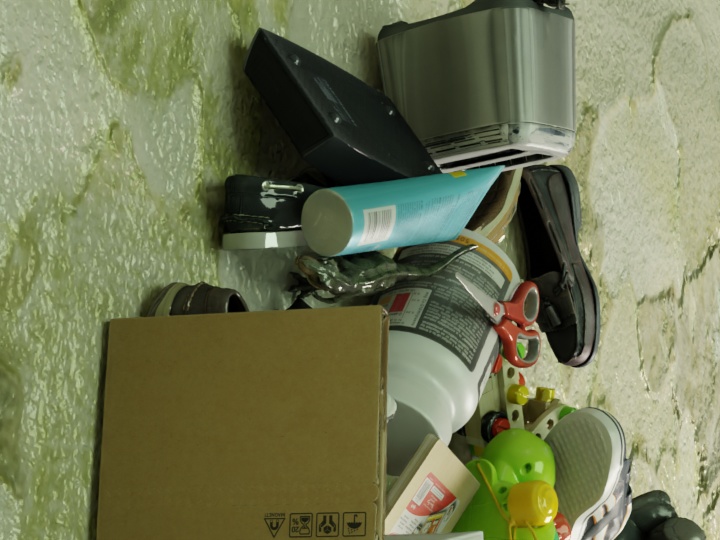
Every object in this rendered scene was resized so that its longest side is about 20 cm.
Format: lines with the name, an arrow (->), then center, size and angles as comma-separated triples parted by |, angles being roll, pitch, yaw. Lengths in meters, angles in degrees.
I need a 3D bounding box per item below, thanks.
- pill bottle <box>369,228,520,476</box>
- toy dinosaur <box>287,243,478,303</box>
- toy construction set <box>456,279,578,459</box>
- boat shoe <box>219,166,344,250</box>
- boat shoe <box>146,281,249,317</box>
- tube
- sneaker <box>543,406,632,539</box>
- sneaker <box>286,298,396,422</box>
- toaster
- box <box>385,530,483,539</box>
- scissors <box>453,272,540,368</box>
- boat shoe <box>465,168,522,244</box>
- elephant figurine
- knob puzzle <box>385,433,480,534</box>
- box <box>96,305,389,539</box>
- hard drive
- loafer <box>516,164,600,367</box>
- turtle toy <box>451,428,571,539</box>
pill bottle -> 0.052, 0.066, 1.713 | 0.116, 0.116, 0.200 | 62, 37, -31
toy dinosaur -> 0.000, 0.000, 1.653 | 0.200, 0.088, 0.047 | -11, 99, -51
toy construction set -> 0.132, 0.094, 1.863 | 0.131, 0.092, 0.200 | -24, 99, -41
boat shoe -> -0.035, -0.051, 1.632 | 0.200, 0.076, 0.060 | -10, 98, -60
boat shoe -> -0.088, 0.098, 1.515 | 0.075, 0.073, 0.200 | -55, 130, -48
tube -> 0.037, -0.045, 1.625 | 0.200, 0.077, 0.050 | -8, 53, -51
sneaker -> 0.197, 0.186, 1.834 | 0.079, 0.078, 0.200 | -23, 145, -37
sneaker -> -0.031, 0.079, 1.559 | 0.080, 0.074, 0.200 | 59, -5, -18
toaster -> 0.107, -0.154, 1.768 | 0.114, 0.200, 0.129 | 6, 78, -48
box -> -0.038, 0.255, 1.442 | 0.200, 0.199, 0.131 | -1, 86, -59
scissors -> 0.111, 0.041, 1.682 | 0.200, 0.014, 0.073 | 9, 85, -68
boat shoe -> 0.112, -0.051, 1.888 | 0.200, 0.072, 0.076 | -56, 142, -48
elephant figurine -> 0.259, 0.315, 2.007 | 0.141, 0.155, 0.200 | -31, 145, -21
knob puzzle -> 0.013, 0.226, 1.634 | 0.220, 0.030, 0.220 | -48, 157, -28
box -> -0.079, 0.107, 1.406 | 0.021, 0.200, 0.164 | 40, 49, -66
hard drive -> -0.009, -0.112, 1.661 | 0.200, 0.042, 0.135 | 21, 30, -57
loafer -> 0.179, -0.005, 2.000 | 0.063, 0.072, 0.200 | 3, 75, -39
turtle toy -> 0.118, 0.224, 1.752 | 0.101, 0.146, 0.200 | 31, 58, -43
